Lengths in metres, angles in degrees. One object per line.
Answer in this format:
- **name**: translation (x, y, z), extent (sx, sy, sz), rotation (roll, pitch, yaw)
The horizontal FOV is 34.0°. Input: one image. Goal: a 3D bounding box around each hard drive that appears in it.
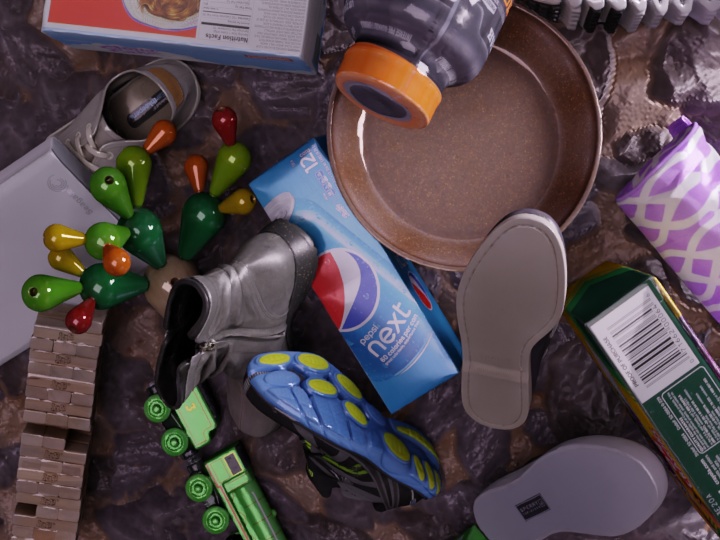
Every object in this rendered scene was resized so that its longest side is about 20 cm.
- **hard drive**: translation (-0.272, -0.003, 0.918), extent (0.198, 0.026, 0.132), rotation (-30, 127, 14)

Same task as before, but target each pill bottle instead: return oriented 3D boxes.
- **pill bottle**: translation (0.054, -0.199, 0.796), extent (0.105, 0.106, 0.202), rotation (25, 81, 5)

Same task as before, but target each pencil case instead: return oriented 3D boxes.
- **pencil case**: translation (0.271, -0.010, 0.833), extent (0.200, 0.084, 0.085), rotation (48, 68, -2)

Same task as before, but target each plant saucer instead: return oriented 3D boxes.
- **plant saucer**: translation (0.074, -0.097, 0.853), extent (0.196, 0.037, 0.204), rotation (0, 82, -1)

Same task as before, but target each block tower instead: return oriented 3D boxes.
- **block tower**: translation (-0.239, 0.121, 0.934), extent (0.057, 0.054, 0.203), rotation (9, 108, -9)

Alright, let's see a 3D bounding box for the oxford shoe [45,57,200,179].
- **oxford shoe**: translation (-0.207, -0.090, 0.914), extent (0.199, 0.058, 0.075), rotation (-40, 92, 14)

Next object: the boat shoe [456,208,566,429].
- **boat shoe**: translation (0.107, 0.026, 0.830), extent (0.071, 0.063, 0.202), rotation (14, 135, 12)

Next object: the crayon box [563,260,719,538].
- **crayon box**: translation (0.217, 0.095, 0.808), extent (0.058, 0.173, 0.201), rotation (-34, 91, 3)

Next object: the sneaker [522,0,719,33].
- **sneaker**: translation (0.208, -0.212, 0.821), extent (0.196, 0.075, 0.083), rotation (-3, 90, 0)

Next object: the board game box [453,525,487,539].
- **board game box**: translation (0.098, 0.320, 0.914), extent (0.153, 0.040, 0.200), rotation (-42, 90, 27)

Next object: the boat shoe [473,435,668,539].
- **boat shoe**: translation (0.151, 0.150, 0.833), extent (0.069, 0.056, 0.200), rotation (59, 146, 3)

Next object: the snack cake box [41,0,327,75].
- **snack cake box**: translation (-0.124, -0.215, 0.865), extent (0.196, 0.067, 0.117), rotation (8, 90, 8)

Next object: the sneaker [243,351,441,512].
- **sneaker**: translation (-0.018, 0.129, 0.870), extent (0.082, 0.071, 0.199), rotation (-33, 131, 20)

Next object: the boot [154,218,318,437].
- **boot**: translation (-0.102, 0.063, 0.853), extent (0.067, 0.130, 0.202), rotation (30, 131, 24)

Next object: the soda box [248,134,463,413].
- **soda box**: translation (0.000, 0.000, 0.885), extent (0.064, 0.068, 0.202), rotation (-32, 92, 13)

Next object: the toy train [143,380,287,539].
- **toy train**: translation (-0.109, 0.172, 0.947), extent (0.056, 0.042, 0.202), rotation (-27, 93, 2)

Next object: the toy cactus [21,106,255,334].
- **toy cactus**: translation (-0.147, -0.013, 0.876), extent (0.102, 0.166, 0.200), rotation (27, 63, 38)
